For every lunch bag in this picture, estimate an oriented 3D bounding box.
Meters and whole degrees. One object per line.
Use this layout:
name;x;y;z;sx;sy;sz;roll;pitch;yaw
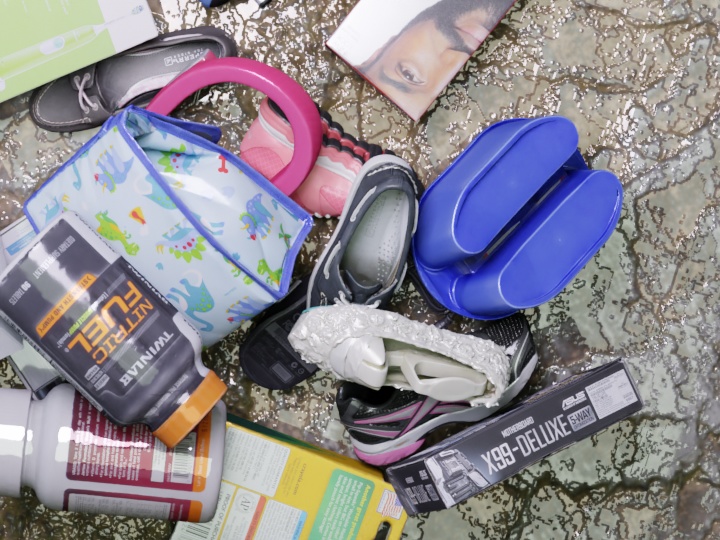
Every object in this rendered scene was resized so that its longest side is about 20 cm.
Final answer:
lunch bag;-0.171;-0.037;1.521;0.200;0.128;0.170;37;133;-20

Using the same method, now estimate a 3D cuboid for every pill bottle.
pill bottle;-0.202;0.054;1.456;0.200;0.106;0.106;44;93;-4
pill bottle;-0.219;0.156;1.529;0.198;0.110;0.111;7;95;-8

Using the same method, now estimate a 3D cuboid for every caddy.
caddy;0.136;-0.048;1.575;0.200;0.105;0.142;-45;104;-18

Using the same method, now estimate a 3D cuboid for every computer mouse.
computer mouse;-0.008;0.046;1.615;0.140;0.046;0.200;39;106;-23

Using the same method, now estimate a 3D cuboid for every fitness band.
fitness band;-0.121;-0.109;1.550;0.144;0.038;0.200;45;129;-11

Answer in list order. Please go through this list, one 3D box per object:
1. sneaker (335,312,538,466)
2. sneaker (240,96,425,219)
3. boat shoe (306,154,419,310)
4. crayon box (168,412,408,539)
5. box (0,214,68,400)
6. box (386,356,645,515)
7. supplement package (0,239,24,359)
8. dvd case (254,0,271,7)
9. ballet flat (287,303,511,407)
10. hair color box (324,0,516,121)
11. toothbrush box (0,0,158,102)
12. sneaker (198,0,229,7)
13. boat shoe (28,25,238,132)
sneaker;0.066;0.096;1.589;0.199;0.080;0.087;-34;127;1
sneaker;-0.022;-0.079;1.604;0.199;0.074;0.087;36;124;-11
boat shoe;0.000;0.000;1.533;0.075;0.060;0.202;8;114;-10
crayon box;-0.062;0.223;1.627;0.198;0.052;0.127;21;94;-2
box;-0.267;0.047;1.602;0.116;0.060;0.201;-32;95;2
box;0.133;0.148;1.548;0.199;0.158;0.050;-25;86;-14
supplement package;-0.400;-0.016;1.495;0.150;0.152;0.201;-24;58;9
dvd case;-0.098;-0.360;1.591;0.142;0.018;0.200;-39;95;3
ballet flat;0.037;0.076;1.516;0.198;0.072;0.072;10;95;-8
hair color box;0.071;-0.245;1.583;0.111;0.064;0.200;39;94;-5
toothbrush box;-0.296;-0.238;1.521;0.199;0.086;0.147;-25;115;-13
sneaker;-0.055;-0.285;1.555;0.200;0.070;0.078;-39;89;1
boat shoe;-0.206;-0.174;1.585;0.198;0.057;0.067;-18;95;0
